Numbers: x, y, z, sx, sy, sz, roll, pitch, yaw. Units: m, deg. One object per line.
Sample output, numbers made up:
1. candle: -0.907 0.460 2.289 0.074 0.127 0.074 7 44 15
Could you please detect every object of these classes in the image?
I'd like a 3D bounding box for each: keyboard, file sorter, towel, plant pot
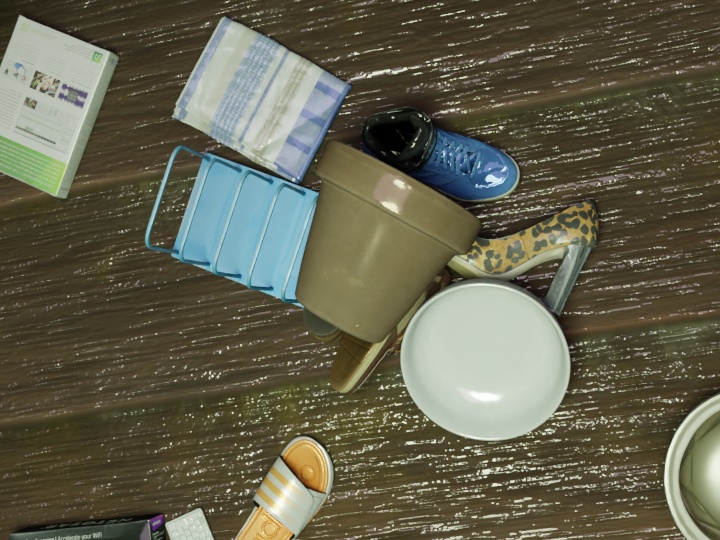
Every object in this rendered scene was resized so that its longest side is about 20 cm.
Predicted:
1. keyboard: -0.188 0.406 1.241 0.055 0.011 0.203 -24 84 8
2. file sorter: -0.141 -0.053 1.188 0.196 0.123 0.141 20 92 12
3. towel: -0.127 -0.217 1.246 0.197 0.024 0.149 29 91 8
4. plant pot: 0.013 -0.023 1.086 0.198 0.200 0.177 28 94 9

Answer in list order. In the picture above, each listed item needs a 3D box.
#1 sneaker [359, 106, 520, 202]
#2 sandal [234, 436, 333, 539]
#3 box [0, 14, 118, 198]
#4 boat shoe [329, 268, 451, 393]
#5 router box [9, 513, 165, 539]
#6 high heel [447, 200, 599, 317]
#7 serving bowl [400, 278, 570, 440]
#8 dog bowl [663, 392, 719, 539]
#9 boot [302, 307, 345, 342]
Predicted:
1. sneaker: 0.092 -0.136 1.159 0.196 0.111 0.078 21 91 10
2. sandal: -0.103 0.306 1.204 0.078 0.059 0.209 31 93 9
3. box: -0.419 -0.215 1.291 0.142 0.036 0.204 22 91 10
4. boat shoe: 0.041 0.071 1.179 0.072 0.072 0.202 39 79 -28
5. router box: -0.343 0.398 1.247 0.195 0.051 0.153 -7 85 9
6. high heel: 0.180 -0.049 1.172 0.197 0.071 0.145 26 82 12
7. serving bowl: 0.148 0.096 1.148 0.195 0.066 0.204 5 113 11
8. dog bowl: 0.439 0.231 1.106 0.195 0.074 0.205 0 89 10
9. boot: 0.000 0.000 1.199 0.073 0.076 0.201 32 79 19
